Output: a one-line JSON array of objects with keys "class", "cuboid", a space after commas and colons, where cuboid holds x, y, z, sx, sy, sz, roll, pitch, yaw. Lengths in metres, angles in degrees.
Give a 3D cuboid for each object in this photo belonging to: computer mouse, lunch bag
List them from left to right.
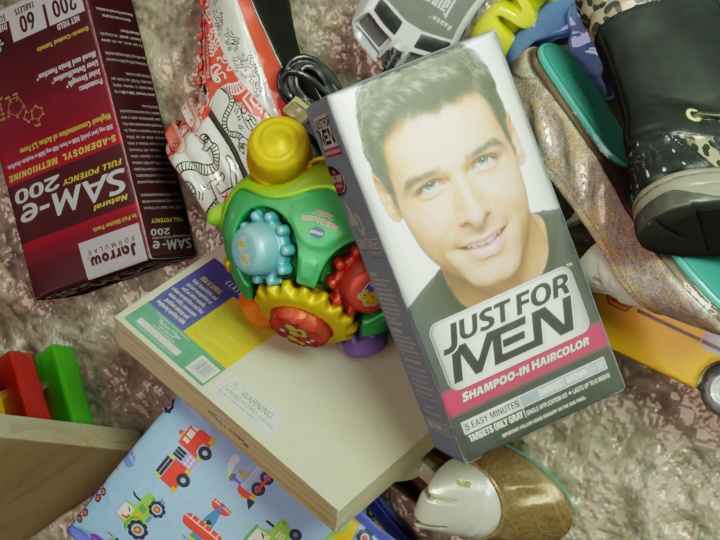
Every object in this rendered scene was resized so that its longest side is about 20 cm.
[{"class": "lunch bag", "cuboid": [-0.066, 0.178, 0.910, 0.200, 0.094, 0.151, 44, 108, 7]}, {"class": "computer mouse", "cuboid": [0.035, -0.159, 0.848, 0.109, 0.044, 0.201, 31, 100, -14]}]

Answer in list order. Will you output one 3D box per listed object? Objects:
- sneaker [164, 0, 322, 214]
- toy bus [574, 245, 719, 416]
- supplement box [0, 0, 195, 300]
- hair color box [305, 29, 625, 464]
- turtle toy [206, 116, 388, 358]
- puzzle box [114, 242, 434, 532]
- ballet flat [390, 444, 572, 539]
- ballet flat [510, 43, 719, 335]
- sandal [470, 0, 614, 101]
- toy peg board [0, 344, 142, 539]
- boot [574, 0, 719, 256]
[{"class": "sneaker", "cuboid": [-0.091, -0.130, 0.908, 0.107, 0.067, 0.204, -23, 86, 23]}, {"class": "toy bus", "cuboid": [0.187, 0.025, 0.780, 0.198, 0.065, 0.079, 26, 103, 23]}, {"class": "supplement box", "cuboid": [-0.196, -0.091, 0.965, 0.108, 0.061, 0.203, -17, 86, 25]}, {"class": "hair color box", "cuboid": [0.055, -0.013, 0.733, 0.098, 0.061, 0.202, -23, 95, -11]}, {"class": "turtle toy", "cuboid": [0.000, 0.000, 0.814, 0.197, 0.146, 0.102, 16, 66, 7]}, {"class": "puzzle box", "cuboid": [-0.040, 0.057, 0.855, 0.199, 0.133, 0.026, 37, 144, 26]}, {"class": "ballet flat", "cuboid": [0.034, 0.120, 0.856, 0.199, 0.072, 0.069, 32, 118, 20]}, {"class": "ballet flat", "cuboid": [0.134, -0.031, 0.745, 0.067, 0.068, 0.201, -46, 60, 31]}, {"class": "sandal", "cuboid": [0.157, -0.173, 0.784, 0.087, 0.079, 0.200, 48, 119, 9]}, {"class": "toy peg board", "cuboid": [-0.293, 0.125, 0.961, 0.199, 0.198, 0.099, -36, 62, 23]}, {"class": "boot", "cuboid": [0.210, -0.088, 0.720, 0.074, 0.201, 0.156, -50, 48, 53]}]
